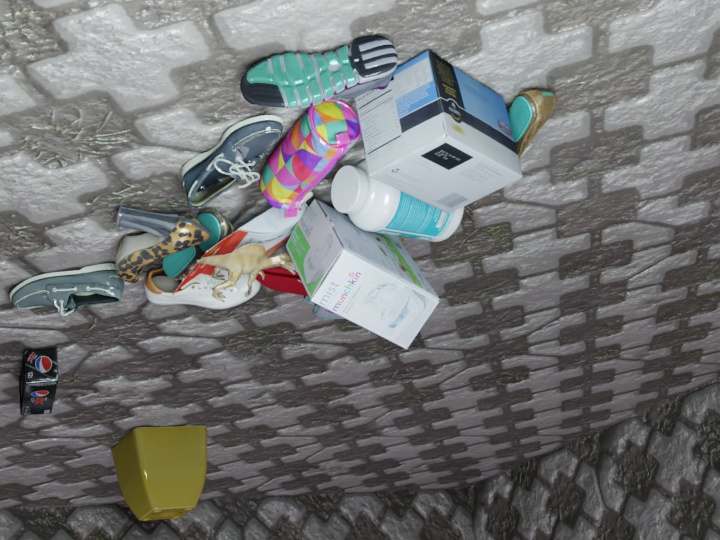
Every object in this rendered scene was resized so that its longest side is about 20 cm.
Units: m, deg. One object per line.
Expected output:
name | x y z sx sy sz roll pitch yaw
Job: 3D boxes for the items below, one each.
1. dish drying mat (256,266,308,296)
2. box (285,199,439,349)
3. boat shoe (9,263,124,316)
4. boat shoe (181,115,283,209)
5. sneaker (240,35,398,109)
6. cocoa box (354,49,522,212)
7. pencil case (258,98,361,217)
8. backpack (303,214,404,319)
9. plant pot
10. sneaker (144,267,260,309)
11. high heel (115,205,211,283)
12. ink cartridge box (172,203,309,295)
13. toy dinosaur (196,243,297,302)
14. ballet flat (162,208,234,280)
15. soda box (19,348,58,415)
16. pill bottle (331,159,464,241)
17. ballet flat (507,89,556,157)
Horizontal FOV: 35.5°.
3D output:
dish drying mat | -0.108 0.020 1.819 0.199 0.018 0.077 6 152 49
box | 0.000 0.000 1.667 0.175 0.200 0.097 26 105 -25
boat shoe | -0.486 0.040 1.862 0.198 0.062 0.073 -13 158 4
boat shoe | -0.177 -0.149 1.554 0.199 0.062 0.075 -27 151 32
sneaker | -0.049 -0.231 1.410 0.198 0.075 0.088 -11 163 -2
cocoa box | 0.106 -0.183 1.515 0.133 0.132 0.199 -24 154 31
pencil case | -0.072 -0.156 1.561 0.088 0.089 0.200 0 154 -26
backpack | -0.008 -0.007 1.869 0.174 0.155 0.201 0 150 -11
plant pot | -0.494 0.516 2.821 0.194 0.202 0.194 2 154 -32
sneaker | -0.266 0.022 1.908 0.198 0.074 0.085 -5 160 -10
high heel | -0.306 -0.024 1.745 0.141 0.072 0.201 10 147 -4
ink cartridge box | -0.183 -0.027 1.737 0.200 0.050 0.162 -41 179 -39
toy dinosaur | -0.188 -0.007 1.674 0.199 0.059 0.101 2 140 -43
ballet flat | -0.244 -0.048 1.777 0.075 0.068 0.200 -19 167 -42
soda box | -0.634 0.221 2.212 0.063 0.071 0.200 -1 155 -21
pill bottle | 0.054 -0.109 1.697 0.199 0.112 0.111 8 151 -39
ballet flat | 0.230 -0.202 1.640 0.072 0.068 0.200 -22 160 -28
